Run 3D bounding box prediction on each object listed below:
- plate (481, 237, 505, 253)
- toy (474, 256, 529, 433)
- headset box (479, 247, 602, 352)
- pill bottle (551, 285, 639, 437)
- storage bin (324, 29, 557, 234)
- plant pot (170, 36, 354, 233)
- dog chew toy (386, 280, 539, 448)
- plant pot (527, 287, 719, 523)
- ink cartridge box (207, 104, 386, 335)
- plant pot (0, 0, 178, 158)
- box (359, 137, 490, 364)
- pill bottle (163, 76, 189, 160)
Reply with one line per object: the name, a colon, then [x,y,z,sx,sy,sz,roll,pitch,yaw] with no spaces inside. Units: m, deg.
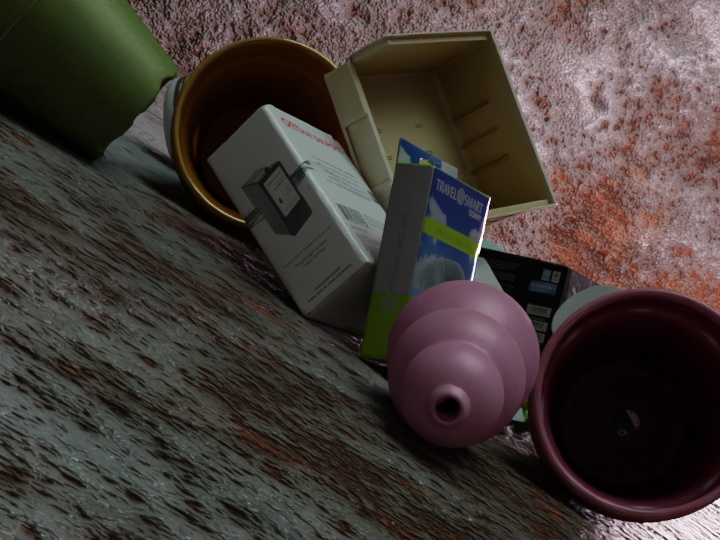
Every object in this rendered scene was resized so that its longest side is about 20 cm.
plate: [0.094,-0.032,1.893,0.199,0.026,0.200,16,-5,1]
toy: [0.117,0.072,1.607,0.115,0.047,0.201,12,43,-50]
headset box: [0.181,0.046,1.782,0.173,0.093,0.200,12,-6,34]
pill bottle: [0.265,0.114,1.653,0.200,0.111,0.111,58,-9,-33]
storage bin: [0.080,-0.135,1.703,0.198,0.093,0.201,-12,80,-50]
plant pot: [-0.108,-0.132,1.777,0.200,0.201,0.183,31,-10,-6]
dog chew toy: [0.076,0.080,1.285,0.124,0.125,0.200,32,14,0]
plant pot: [0.243,0.128,1.474,0.199,0.201,0.179,33,-10,7]
ink cartridge box: [-0.037,-0.045,1.573,0.200,0.084,0.145,57,17,26]
plant pot: [-0.283,-0.214,1.595,0.190,0.200,0.200,44,4,-10]
box: [0.062,-0.008,1.506,0.047,0.201,0.122,7,-8,31]
pill bottle: [-0.123,-0.177,1.938,0.199,0.110,0.109,-2,1,10]
